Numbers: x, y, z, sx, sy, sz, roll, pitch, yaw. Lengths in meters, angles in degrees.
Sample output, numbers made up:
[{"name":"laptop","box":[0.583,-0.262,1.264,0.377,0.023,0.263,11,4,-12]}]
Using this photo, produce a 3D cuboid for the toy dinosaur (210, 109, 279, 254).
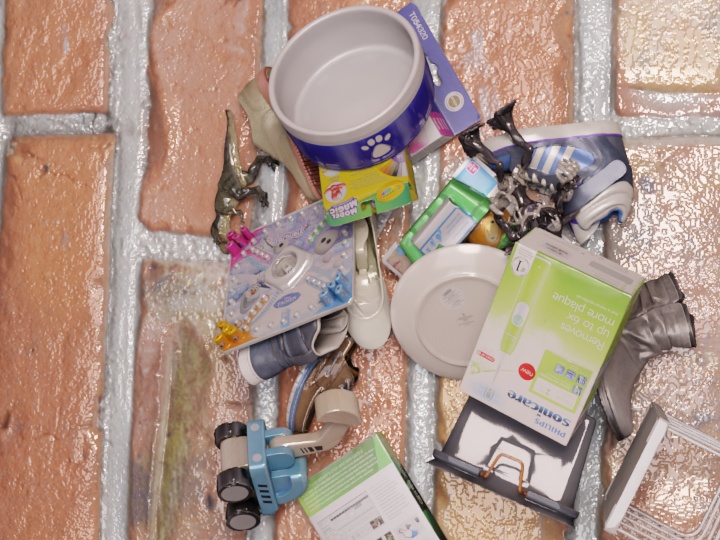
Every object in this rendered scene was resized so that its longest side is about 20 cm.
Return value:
[{"name":"toy dinosaur","box":[-0.163,-0.124,1.552,0.087,0.047,0.203,3,85,21]}]

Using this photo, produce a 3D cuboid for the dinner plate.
[{"name":"dinner plate","box":[0.136,0.060,1.424,0.197,0.024,0.203,2,117,4]}]

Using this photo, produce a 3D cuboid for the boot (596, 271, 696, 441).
[{"name":"boot","box":[0.349,0.100,1.372,0.130,0.070,0.203,-11,68,14]}]

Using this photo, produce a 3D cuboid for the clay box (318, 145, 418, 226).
[{"name":"clay box","box":[0.005,-0.143,1.418,0.113,0.048,0.202,-16,59,13]}]

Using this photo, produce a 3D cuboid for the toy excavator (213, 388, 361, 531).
[{"name":"toy excavator","box":[-0.092,0.236,1.462,0.197,0.196,0.101,-9,45,-2]}]

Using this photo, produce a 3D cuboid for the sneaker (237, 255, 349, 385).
[{"name":"sneaker","box":[-0.082,0.040,1.464,0.145,0.077,0.205,-23,49,28]}]

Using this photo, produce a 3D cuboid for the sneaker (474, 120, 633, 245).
[{"name":"sneaker","box":[0.246,-0.103,1.423,0.197,0.081,0.149,-8,82,9]}]

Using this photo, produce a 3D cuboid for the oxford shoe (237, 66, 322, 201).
[{"name":"oxford shoe","box":[-0.102,-0.175,1.533,0.073,0.070,0.202,-32,77,29]}]

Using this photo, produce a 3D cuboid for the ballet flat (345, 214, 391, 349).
[{"name":"ballet flat","box":[0.000,0.000,1.458,0.068,0.069,0.203,-10,70,14]}]

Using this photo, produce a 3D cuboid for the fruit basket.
[{"name":"fruit basket","box":[0.155,-0.014,1.437,0.200,0.094,0.186,43,104,5]}]

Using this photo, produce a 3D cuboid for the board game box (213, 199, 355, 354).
[{"name":"board game box","box":[-0.097,-0.007,1.440,0.198,0.026,0.202,-22,43,23]}]

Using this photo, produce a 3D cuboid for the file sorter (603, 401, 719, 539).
[{"name":"file sorter","box":[0.370,0.252,1.316,0.123,0.200,0.140,26,94,12]}]

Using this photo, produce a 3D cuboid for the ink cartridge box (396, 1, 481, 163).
[{"name":"ink cartridge box","box":[0.029,-0.233,1.502,0.199,0.043,0.198,-33,76,13]}]

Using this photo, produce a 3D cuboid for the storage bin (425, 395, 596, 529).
[{"name":"storage bin","box":[0.198,0.219,1.402,0.198,0.146,0.136,21,83,14]}]

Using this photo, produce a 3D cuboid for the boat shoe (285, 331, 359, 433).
[{"name":"boat shoe","box":[-0.038,0.131,1.493,0.072,0.072,0.202,22,96,9]}]

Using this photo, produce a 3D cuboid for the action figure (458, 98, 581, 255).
[{"name":"action figure","box":[0.199,-0.097,1.352,0.118,0.102,0.202,-30,87,-10]}]

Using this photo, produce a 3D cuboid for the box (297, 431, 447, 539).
[{"name":"box","box":[0.019,0.337,1.489,0.144,0.036,0.201,-34,81,11]}]

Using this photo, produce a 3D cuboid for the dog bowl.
[{"name":"dog bowl","box":[-0.010,-0.227,1.394,0.197,0.079,0.202,-10,57,16]}]

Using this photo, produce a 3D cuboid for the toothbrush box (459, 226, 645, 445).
[{"name":"toothbrush box","box":[0.221,0.075,1.307,0.144,0.086,0.202,27,115,17]}]

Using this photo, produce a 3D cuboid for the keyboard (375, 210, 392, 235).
[{"name":"keyboard","box":[-0.016,-0.030,1.526,0.056,0.011,0.202,31,96,14]}]
